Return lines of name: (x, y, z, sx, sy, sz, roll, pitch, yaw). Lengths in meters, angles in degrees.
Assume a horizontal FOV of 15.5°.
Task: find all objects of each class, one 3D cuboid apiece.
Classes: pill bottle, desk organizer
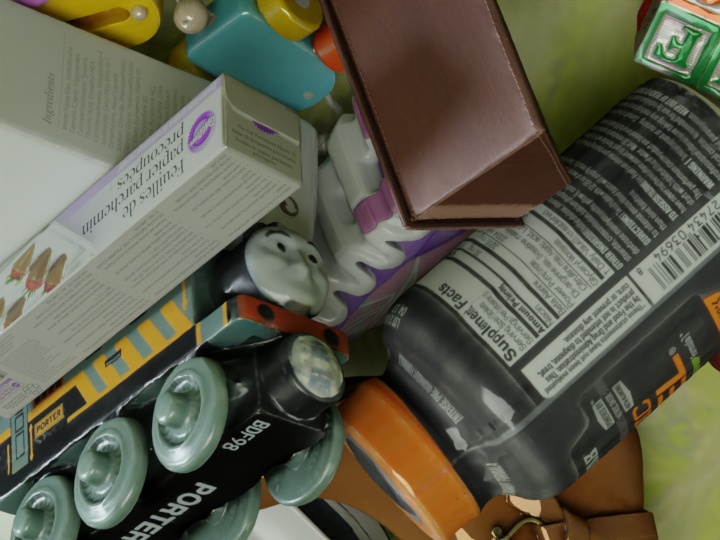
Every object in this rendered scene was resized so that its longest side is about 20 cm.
pill bottle: (0.082, 0.022, 1.086, 0.200, 0.106, 0.106, -41, 107, -7)
desk organizer: (0.031, -0.122, 1.033, 0.077, 0.072, 0.200, -34, 69, 39)

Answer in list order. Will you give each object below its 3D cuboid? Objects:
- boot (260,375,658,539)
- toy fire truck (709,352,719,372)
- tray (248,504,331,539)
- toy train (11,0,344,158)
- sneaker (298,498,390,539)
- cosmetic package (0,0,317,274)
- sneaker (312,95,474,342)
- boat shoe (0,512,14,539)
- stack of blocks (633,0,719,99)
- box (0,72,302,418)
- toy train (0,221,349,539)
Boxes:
boot: (0.039, 0.114, 1.162, 0.200, 0.074, 0.155, -20, 95, -13)
toy fire truck: (0.239, 0.051, 1.150, 0.168, 0.112, 0.200, -17, 112, 34)
tray: (-0.042, 0.166, 1.165, 0.200, 0.022, 0.107, 45, 74, 6)
toy train: (-0.097, -0.090, 1.146, 0.199, 0.056, 0.150, 2, 143, -6)
sneaker: (-0.036, 0.184, 1.208, 0.077, 0.146, 0.203, -16, 114, 42)
cosmetic package: (-0.128, -0.044, 1.101, 0.200, 0.074, 0.102, 23, 136, -26)
sneaker: (0.000, 0.000, 1.164, 0.088, 0.081, 0.200, 10, 137, -39)
boat shoe: (-0.130, 0.121, 1.253, 0.200, 0.073, 0.062, 45, 69, -7)
stack of blocks: (0.151, -0.138, 1.087, 0.200, 0.059, 0.115, 24, 116, -5)
box: (-0.100, -0.006, 1.061, 0.041, 0.039, 0.200, 25, 135, -32)
toy train: (-0.081, 0.061, 1.087, 0.085, 0.114, 0.200, 19, 138, -35)
